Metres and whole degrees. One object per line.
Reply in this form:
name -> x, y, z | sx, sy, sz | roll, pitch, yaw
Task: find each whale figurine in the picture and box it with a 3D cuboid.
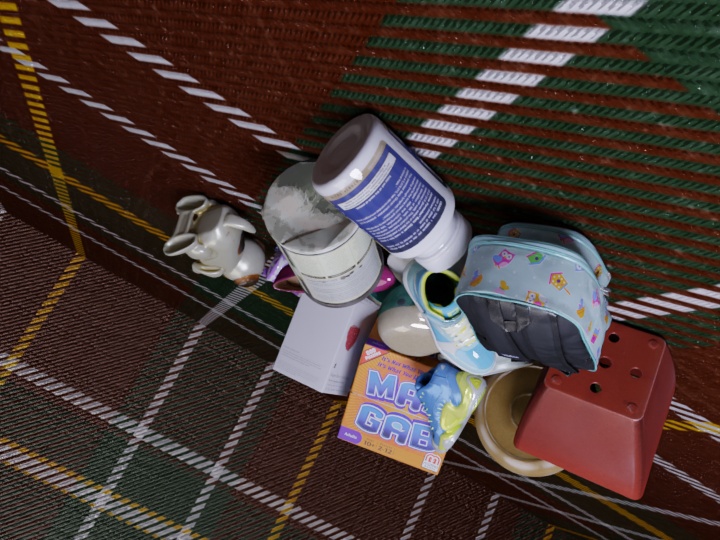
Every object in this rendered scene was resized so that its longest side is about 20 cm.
whale figurine -> 0.125, 0.069, 1.071 | 0.197, 0.105, 0.160 | -7, 148, 18

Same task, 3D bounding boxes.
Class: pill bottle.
pill bottle -> 0.045, -0.085, 0.819 | 0.199, 0.112, 0.110 | 38, 159, -28

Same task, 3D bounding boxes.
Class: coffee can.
coffee can -> -0.048, -0.049, 0.997 | 0.145, 0.148, 0.201 | 21, 161, 18

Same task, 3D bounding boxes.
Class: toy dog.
toy dog -> -0.272, -0.055, 1.377 | 0.191, 0.141, 0.200 | -15, 144, 18

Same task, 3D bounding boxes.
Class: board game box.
board game box -> 0.092, 0.219, 1.275 | 0.197, 0.203, 0.200 | 18, -160, 6

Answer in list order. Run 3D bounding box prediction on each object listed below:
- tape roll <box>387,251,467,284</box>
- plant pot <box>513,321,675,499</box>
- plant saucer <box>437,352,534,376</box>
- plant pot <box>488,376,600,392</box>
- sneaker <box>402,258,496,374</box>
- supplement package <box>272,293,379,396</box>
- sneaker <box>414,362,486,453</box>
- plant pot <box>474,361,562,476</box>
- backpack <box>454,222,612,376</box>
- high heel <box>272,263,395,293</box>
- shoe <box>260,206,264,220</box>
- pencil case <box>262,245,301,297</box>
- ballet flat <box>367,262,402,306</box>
tape roll -> 0.136, 0.011, 1.072 | 0.200, 0.037, 0.203 | 25, 162, 9
plant pot -> 0.352, 0.178, 0.986 | 0.198, 0.201, 0.177 | 19, 150, 24
plant saucer -> 0.225, 0.139, 1.091 | 0.197, 0.051, 0.200 | -12, 166, -3
plant pot -> 0.341, 0.248, 1.212 | 0.198, 0.203, 0.184 | 18, 172, 28
sneaker -> 0.133, 0.073, 0.933 | 0.201, 0.079, 0.131 | 52, 178, -7
supplement package -> -0.060, 0.123, 1.291 | 0.118, 0.203, 0.121 | 19, 176, 26
sneaker -> 0.134, 0.218, 1.107 | 0.104, 0.076, 0.202 | 32, 134, 13
plant pot -> 0.284, 0.238, 1.121 | 0.198, 0.203, 0.027 | 18, 171, 28
backpack -> 0.211, 0.028, 0.817 | 0.174, 0.155, 0.200 | 13, 168, 34
high heel -> -0.044, 0.021, 1.101 | 0.197, 0.096, 0.068 | 3, 117, 30
shoe -> -0.107, -0.045, 1.220 | 0.199, 0.054, 0.070 | 40, 156, -5
pencil case -> -0.109, 0.033, 1.408 | 0.199, 0.084, 0.086 | 34, 127, -13
ballet flat -> 0.000, 0.000, 1.176 | 0.199, 0.073, 0.073 | 40, 163, 4
